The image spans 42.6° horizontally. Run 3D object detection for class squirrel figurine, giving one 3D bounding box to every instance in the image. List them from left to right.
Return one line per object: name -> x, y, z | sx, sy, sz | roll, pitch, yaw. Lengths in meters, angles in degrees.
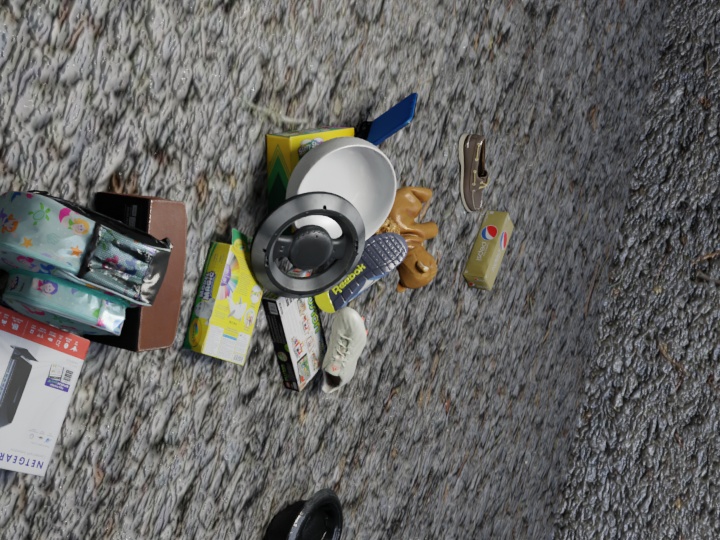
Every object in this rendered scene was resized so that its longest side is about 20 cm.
squirrel figurine -> 0.067, -0.055, 1.808 | 0.198, 0.141, 0.190 | 6, 61, -43

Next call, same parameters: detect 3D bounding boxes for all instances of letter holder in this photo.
letter holder -> -0.292, 0.000, 1.291 | 0.141, 0.099, 0.205 | -1, 99, -61

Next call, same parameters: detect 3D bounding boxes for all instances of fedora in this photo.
fedora -> -0.116, 0.497, 1.728 | 0.200, 0.090, 0.205 | -23, 117, -56

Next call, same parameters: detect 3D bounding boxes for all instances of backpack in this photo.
backpack -> -0.350, -0.011, 1.100 | 0.198, 0.176, 0.153 | 31, 72, -29

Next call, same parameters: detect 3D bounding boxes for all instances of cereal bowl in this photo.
cereal bowl -> -0.042, -0.136, 1.551 | 0.197, 0.083, 0.203 | -18, 129, -23

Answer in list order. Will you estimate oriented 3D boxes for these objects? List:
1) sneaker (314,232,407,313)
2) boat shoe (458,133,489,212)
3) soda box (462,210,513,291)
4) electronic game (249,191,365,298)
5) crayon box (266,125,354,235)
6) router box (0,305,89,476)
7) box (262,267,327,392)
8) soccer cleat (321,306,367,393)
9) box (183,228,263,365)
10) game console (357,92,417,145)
sneaker -> 0.000, 0.000, 1.707 | 0.198, 0.075, 0.082 | -35, 175, 1
boat shoe -> 0.280, -0.234, 2.246 | 0.072, 0.059, 0.204 | -40, 131, -49
soda box -> 0.330, -0.052, 2.376 | 0.068, 0.063, 0.203 | 55, 51, -50
electronic game -> -0.084, -0.039, 1.505 | 0.196, 0.042, 0.203 | -13, 128, -17
crayon box -> -0.086, -0.160, 1.641 | 0.199, 0.057, 0.176 | -20, 114, -56
router box -> -0.439, 0.142, 1.122 | 0.200, 0.048, 0.183 | 35, 67, -57
box -> -0.115, 0.107, 1.683 | 0.110, 0.034, 0.203 | -46, 135, -45
soccer cleat -> -0.034, 0.152, 1.715 | 0.078, 0.069, 0.202 | -45, 156, -40
box -> -0.211, 0.041, 1.492 | 0.117, 0.048, 0.204 | 29, 75, -58
game console -> 0.051, -0.224, 1.734 | 0.201, 0.116, 0.174 | -74, 162, -65
